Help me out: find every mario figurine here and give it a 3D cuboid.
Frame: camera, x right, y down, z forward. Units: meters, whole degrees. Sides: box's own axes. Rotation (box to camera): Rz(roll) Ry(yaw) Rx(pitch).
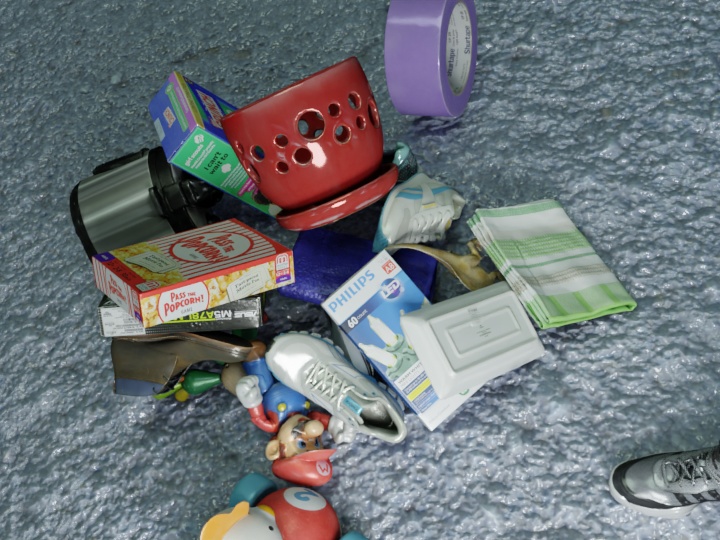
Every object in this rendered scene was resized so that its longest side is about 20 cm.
[{"bbox_3d":[-0.078,0.168,1.176,0.123,0.106,0.200,-21,61,-5],"label":"mario figurine"}]

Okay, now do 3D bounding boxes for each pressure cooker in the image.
[{"bbox_3d":[-0.294,-0.085,1.389,0.199,0.179,0.176,-22,44,7],"label":"pressure cooker"}]

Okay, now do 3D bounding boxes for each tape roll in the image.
[{"bbox_3d":[0.108,-0.330,1.424,0.085,0.200,0.200,6,57,22],"label":"tape roll"}]

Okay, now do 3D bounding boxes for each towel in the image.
[{"bbox_3d":[0.244,-0.016,1.227,0.149,0.031,0.200,-11,48,-23],"label":"towel"},{"bbox_3d":[0.000,0.000,1.257,0.199,0.050,0.148,10,31,5],"label":"towel"}]

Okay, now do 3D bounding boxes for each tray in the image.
[{"bbox_3d":[0.142,0.075,1.140,0.200,0.022,0.108,-16,73,-41],"label":"tray"}]

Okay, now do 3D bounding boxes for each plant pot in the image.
[{"bbox_3d":[-0.062,-0.160,1.264,0.200,0.183,0.200,-21,12,5],"label":"plant pot"}]

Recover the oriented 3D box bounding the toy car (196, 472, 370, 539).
[{"bbox_3d":[-0.111,0.298,1.041,0.184,0.200,0.177,24,67,29],"label":"toy car"}]

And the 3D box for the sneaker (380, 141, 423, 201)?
[{"bbox_3d":[-0.011,-0.146,1.397,0.199,0.086,0.078,-10,45,12],"label":"sneaker"}]

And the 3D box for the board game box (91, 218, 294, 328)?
[{"bbox_3d":[-0.204,-0.001,1.169,0.200,0.046,0.151,-18,27,-32],"label":"board game box"}]

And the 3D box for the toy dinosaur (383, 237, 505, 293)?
[{"bbox_3d":[0.133,-0.005,1.228,0.200,0.058,0.101,35,27,-4],"label":"toy dinosaur"}]

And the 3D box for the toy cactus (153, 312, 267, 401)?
[{"bbox_3d":[-0.189,0.120,1.280,0.200,0.102,0.165,-41,73,-16],"label":"toy cactus"}]

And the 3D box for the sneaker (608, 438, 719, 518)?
[{"bbox_3d":[0.363,0.208,1.012,0.199,0.114,0.076,-3,54,16],"label":"sneaker"}]

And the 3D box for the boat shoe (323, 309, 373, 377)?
[{"bbox_3d":[-0.004,0.074,1.254,0.068,0.074,0.200,-10,38,-10],"label":"boat shoe"}]

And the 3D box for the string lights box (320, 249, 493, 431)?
[{"bbox_3d":[0.054,0.083,1.159,0.103,0.059,0.200,-41,92,-4],"label":"string lights box"}]

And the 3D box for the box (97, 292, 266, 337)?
[{"bbox_3d":[-0.221,0.022,1.237,0.199,0.048,0.193,-4,19,-3],"label":"box"}]

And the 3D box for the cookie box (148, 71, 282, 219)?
[{"bbox_3d":[-0.195,-0.181,1.392,0.075,0.200,0.171,-49,39,18],"label":"cookie box"}]

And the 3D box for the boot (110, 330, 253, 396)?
[{"bbox_3d":[-0.228,0.119,1.202,0.199,0.075,0.097,7,91,23],"label":"boot"}]

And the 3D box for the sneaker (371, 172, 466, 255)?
[{"bbox_3d":[0.078,-0.072,1.284,0.081,0.077,0.200,26,35,14],"label":"sneaker"}]

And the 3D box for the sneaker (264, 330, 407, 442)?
[{"bbox_3d":[-0.022,0.139,1.125,0.075,0.200,0.087,-58,14,2],"label":"sneaker"}]
